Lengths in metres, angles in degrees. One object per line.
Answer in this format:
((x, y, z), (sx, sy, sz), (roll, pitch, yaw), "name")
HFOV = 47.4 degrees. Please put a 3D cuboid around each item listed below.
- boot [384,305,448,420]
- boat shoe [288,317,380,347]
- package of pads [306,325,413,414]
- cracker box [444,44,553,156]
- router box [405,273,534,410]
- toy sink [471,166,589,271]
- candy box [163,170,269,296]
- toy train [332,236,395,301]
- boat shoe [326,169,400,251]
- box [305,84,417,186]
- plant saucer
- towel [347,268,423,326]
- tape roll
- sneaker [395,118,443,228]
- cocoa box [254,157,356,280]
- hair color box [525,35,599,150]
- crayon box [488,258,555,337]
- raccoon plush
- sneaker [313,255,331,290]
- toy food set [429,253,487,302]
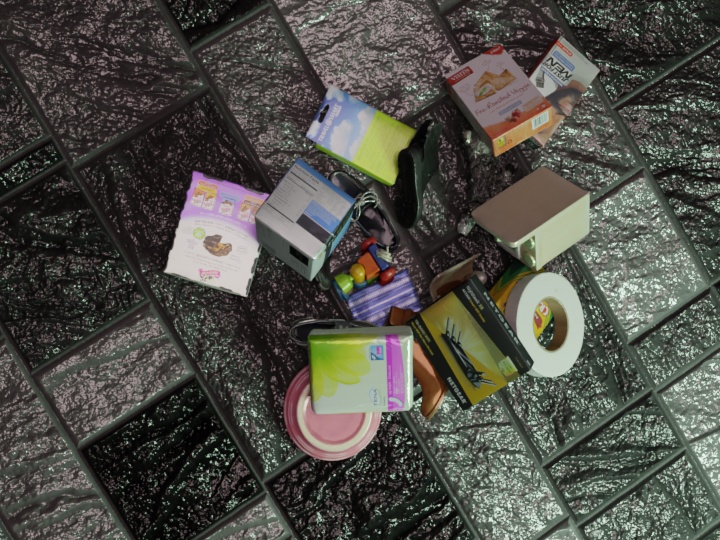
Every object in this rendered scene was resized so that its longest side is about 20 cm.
((0.102, 0.178, 1.609), (0.152, 0.074, 0.203), (19, 71, -10), "boot")
((-0.045, 0.130, 1.585), (0.196, 0.062, 0.074), (7, 91, 12), "boat shoe")
((0.001, 0.189, 1.539), (0.196, 0.068, 0.157), (-1, 106, 0), "package of pads")
((0.269, -0.337, 1.611), (0.133, 0.058, 0.201), (-29, 57, -1), "cracker box")
((0.204, 0.135, 1.533), (0.156, 0.052, 0.201), (-36, 86, 22), "router box")
((0.332, -0.089, 1.605), (0.198, 0.130, 0.113), (-32, 135, -19), "toy sink")
((-0.270, -0.068, 1.581), (0.165, 0.072, 0.203), (17, 86, -7), "candy box")
((0.000, 0.000, 1.551), (0.115, 0.200, 0.085), (-33, 82, -5), "toy train")
((0.006, -0.119, 1.624), (0.074, 0.062, 0.201), (-36, 94, -6), "boat shoe")
((0.001, -0.267, 1.634), (0.198, 0.048, 0.123), (27, 85, -6), "box")
((-0.053, 0.275, 1.615), (0.197, 0.051, 0.205), (0, 90, -8), "plant saucer")
((0.069, 0.118, 1.648), (0.143, 0.024, 0.203), (-23, 92, -9), "towel")
((0.359, 0.104, 1.598), (0.200, 0.037, 0.207), (5, 82, -36), "tape roll")
((0.121, -0.191, 1.635), (0.104, 0.059, 0.203), (-32, 130, -44), "sneaker")
((-0.100, -0.087, 1.471), (0.133, 0.200, 0.132), (35, 78, 2), "cocoa box")
((0.383, -0.362, 1.681), (0.110, 0.064, 0.201), (37, 86, -6), "hair color box")
((0.309, 0.079, 1.617), (0.200, 0.050, 0.128), (-47, 112, -29), "crayon box")
((0.221, -0.190, 1.645), (0.133, 0.097, 0.201), (38, 85, 2), "raccoon plush")
((-0.075, -0.064, 1.607), (0.078, 0.075, 0.204), (-12, 91, -10), "sneaker")
((0.226, 0.082, 1.616), (0.143, 0.060, 0.203), (-25, 92, -43), "toy food set")
